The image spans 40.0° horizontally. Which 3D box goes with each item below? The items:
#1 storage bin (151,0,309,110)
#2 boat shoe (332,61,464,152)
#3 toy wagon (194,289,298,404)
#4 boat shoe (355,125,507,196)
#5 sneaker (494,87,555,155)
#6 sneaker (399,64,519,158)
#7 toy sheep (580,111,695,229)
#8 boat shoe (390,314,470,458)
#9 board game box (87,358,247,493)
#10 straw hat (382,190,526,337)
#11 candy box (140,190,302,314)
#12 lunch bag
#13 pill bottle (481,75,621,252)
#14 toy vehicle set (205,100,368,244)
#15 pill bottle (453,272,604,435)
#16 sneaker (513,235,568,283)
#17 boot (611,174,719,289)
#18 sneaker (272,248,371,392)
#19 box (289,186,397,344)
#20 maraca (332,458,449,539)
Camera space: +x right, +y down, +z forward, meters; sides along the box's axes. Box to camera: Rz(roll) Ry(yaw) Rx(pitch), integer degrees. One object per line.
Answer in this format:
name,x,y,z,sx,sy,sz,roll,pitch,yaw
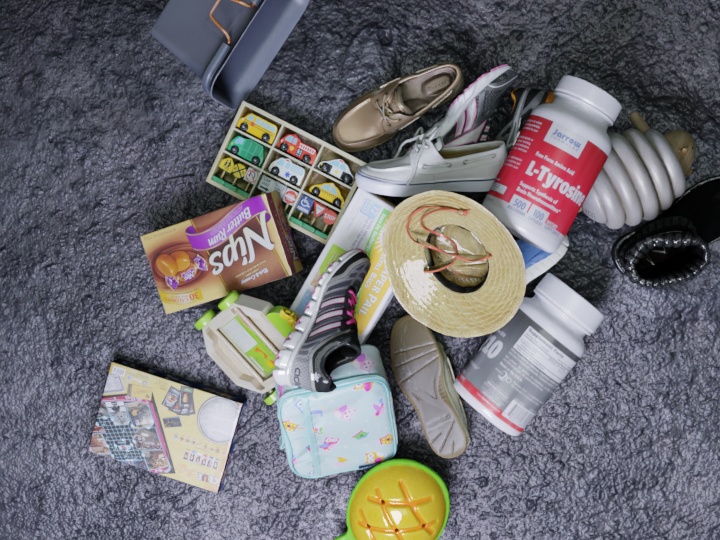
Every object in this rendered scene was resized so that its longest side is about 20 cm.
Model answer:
storage bin,-0.185,-0.344,1.333,0.134,0.145,0.201,34,95,13
boat shoe,0.047,-0.228,1.346,0.199,0.065,0.072,-30,90,7
toy wagon,-0.133,0.095,1.334,0.155,0.040,0.200,48,135,-7
boat shoe,0.092,-0.148,1.278,0.199,0.075,0.087,0,118,3
sneaker,0.213,-0.153,1.340,0.077,0.078,0.202,26,99,29
sneaker,0.147,-0.190,1.342,0.086,0.080,0.200,44,109,-4
toy sheep,0.347,-0.122,1.298,0.199,0.138,0.139,-30,90,8
boat shoe,0.100,0.158,1.373,0.073,0.063,0.202,-26,84,18
board game box,-0.275,0.221,1.413,0.198,0.035,0.137,17,94,4
straw hat,0.129,-0.024,1.260,0.199,0.085,0.203,11,120,19
candy box,-0.191,-0.024,1.364,0.198,0.056,0.118,-16,95,18
lunch bag,-0.035,0.195,1.317,0.159,0.077,0.201,-12,134,-5
pill bottle,0.242,-0.134,1.237,0.111,0.112,0.201,28,93,3
toy vehicle set,-0.101,-0.135,1.373,0.199,0.027,0.125,27,98,8
pill bottle,0.226,0.110,1.325,0.114,0.114,0.201,38,95,2
sneaker,0.182,-0.005,1.334,0.200,0.079,0.089,-44,106,-2
boot,0.426,-0.049,1.276,0.210,0.158,0.080,-36,90,6
sneaker,-0.027,0.069,1.237,0.087,0.074,0.201,24,70,18
box,0.000,0.000,1.344,0.112,0.101,0.201,30,95,4
maraca,0.041,0.347,1.358,0.136,0.107,0.201,29,106,-1
